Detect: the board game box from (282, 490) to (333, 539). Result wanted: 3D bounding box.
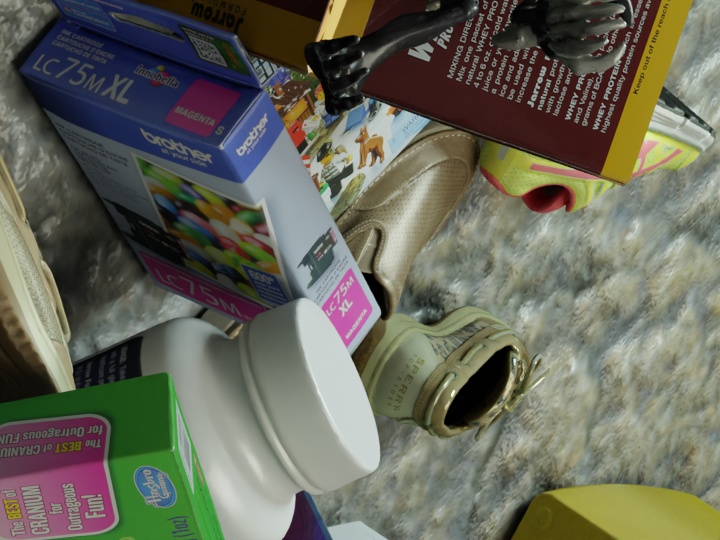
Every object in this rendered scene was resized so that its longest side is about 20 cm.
[{"bbox_3d":[-0.094,0.140,1.135,0.158,0.200,0.039,-29,121,-1],"label":"board game box"}]

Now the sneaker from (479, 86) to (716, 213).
[{"bbox_3d":[0.122,-0.072,1.337,0.200,0.078,0.090,7,120,-58],"label":"sneaker"}]

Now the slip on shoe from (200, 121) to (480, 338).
[{"bbox_3d":[0.000,0.000,1.249,0.200,0.061,0.076,-41,141,-24],"label":"slip on shoe"}]

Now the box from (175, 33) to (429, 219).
[{"bbox_3d":[-0.010,-0.107,1.179,0.200,0.038,0.137,-47,143,-17],"label":"box"}]

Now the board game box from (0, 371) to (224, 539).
[{"bbox_3d":[-0.155,0.121,0.973,0.199,0.040,0.153,-11,135,3],"label":"board game box"}]

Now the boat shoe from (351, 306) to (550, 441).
[{"bbox_3d":[0.055,0.064,1.341,0.200,0.063,0.074,-1,117,-65],"label":"boat shoe"}]

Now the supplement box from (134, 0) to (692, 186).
[{"bbox_3d":[0.040,-0.167,1.064,0.200,0.133,0.198,15,96,-42],"label":"supplement box"}]

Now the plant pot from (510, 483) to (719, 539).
[{"bbox_3d":[0.175,0.244,1.543,0.176,0.200,0.200,27,93,-44],"label":"plant pot"}]

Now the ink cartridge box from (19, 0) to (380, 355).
[{"bbox_3d":[-0.073,-0.043,1.075,0.042,0.119,0.200,-53,145,-23],"label":"ink cartridge box"}]

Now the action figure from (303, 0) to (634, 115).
[{"bbox_3d":[0.062,-0.130,0.940,0.200,0.102,0.119,-28,110,-27],"label":"action figure"}]

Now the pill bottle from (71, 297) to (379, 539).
[{"bbox_3d":[-0.097,0.088,1.074,0.199,0.111,0.111,-24,146,13],"label":"pill bottle"}]

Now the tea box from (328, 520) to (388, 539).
[{"bbox_3d":[-0.045,0.264,1.324,0.196,0.133,0.201,-7,120,-48],"label":"tea box"}]

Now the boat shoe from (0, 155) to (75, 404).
[{"bbox_3d":[-0.146,0.022,0.978,0.065,0.071,0.201,-71,155,-57],"label":"boat shoe"}]
